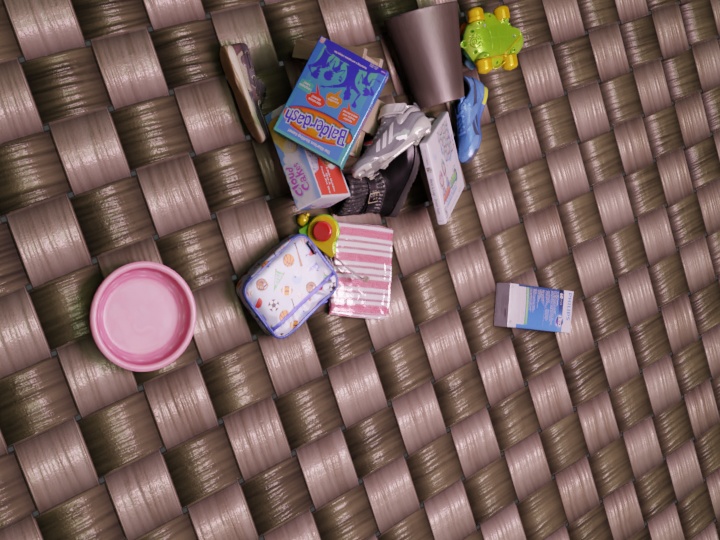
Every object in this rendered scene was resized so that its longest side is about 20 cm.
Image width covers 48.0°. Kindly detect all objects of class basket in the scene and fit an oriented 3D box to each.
[{"bbox_3d":[0.157,-0.470,1.789,0.177,0.136,0.204,-19,101,-19],"label":"basket"}]

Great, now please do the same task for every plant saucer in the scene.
[{"bbox_3d":[-0.410,0.086,1.521,0.197,0.051,0.206,1,89,-29],"label":"plant saucer"}]

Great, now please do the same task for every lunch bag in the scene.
[{"bbox_3d":[-0.142,0.031,1.648,0.199,0.075,0.161,-42,106,-18],"label":"lunch bag"}]

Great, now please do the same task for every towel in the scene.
[{"bbox_3d":[0.000,0.000,1.754,0.143,0.030,0.205,6,84,-27],"label":"towel"}]

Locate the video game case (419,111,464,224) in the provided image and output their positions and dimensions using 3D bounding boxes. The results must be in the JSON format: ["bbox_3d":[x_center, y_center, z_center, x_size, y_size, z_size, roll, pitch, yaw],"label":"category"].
[{"bbox_3d":[0.181,-0.227,1.770,0.201,0.023,0.185,-57,137,-55],"label":"video game case"}]

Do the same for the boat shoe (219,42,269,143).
[{"bbox_3d":[-0.219,-0.359,1.621,0.064,0.072,0.204,-24,95,-21],"label":"boat shoe"}]

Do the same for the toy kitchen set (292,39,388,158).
[{"bbox_3d":[-0.044,-0.347,1.682,0.162,0.177,0.205,10,95,-60],"label":"toy kitchen set"}]

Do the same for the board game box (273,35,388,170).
[{"bbox_3d":[-0.056,-0.319,1.545,0.150,0.045,0.203,27,90,4],"label":"board game box"}]

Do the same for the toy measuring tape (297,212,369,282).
[{"bbox_3d":[-0.046,-0.059,1.685,0.199,0.074,0.074,37,72,1],"label":"toy measuring tape"}]

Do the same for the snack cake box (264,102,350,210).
[{"bbox_3d":[-0.105,-0.230,1.629,0.114,0.066,0.204,-11,80,-61],"label":"snack cake box"}]

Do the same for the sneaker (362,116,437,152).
[{"bbox_3d":[0.090,-0.279,1.791,0.197,0.070,0.095,-24,115,-26],"label":"sneaker"}]

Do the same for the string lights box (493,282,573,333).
[{"bbox_3d":[0.420,0.091,1.953,0.196,0.059,0.105,8,86,-27],"label":"string lights box"}]

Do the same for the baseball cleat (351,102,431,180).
[{"bbox_3d":[0.046,-0.267,1.639,0.198,0.070,0.107,-33,79,-16],"label":"baseball cleat"}]

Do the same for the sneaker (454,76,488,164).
[{"bbox_3d":[0.239,-0.347,1.860,0.077,0.065,0.205,19,75,-34],"label":"sneaker"}]

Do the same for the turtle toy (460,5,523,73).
[{"bbox_3d":[0.306,-0.531,1.883,0.196,0.101,0.149,-13,95,-28],"label":"turtle toy"}]

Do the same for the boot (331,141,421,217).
[{"bbox_3d":[0.032,-0.203,1.703,0.155,0.080,0.215,3,120,-28],"label":"boot"}]
